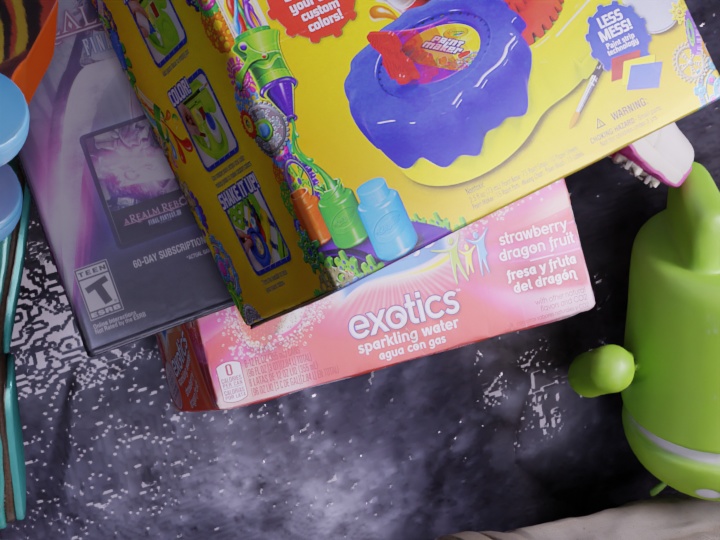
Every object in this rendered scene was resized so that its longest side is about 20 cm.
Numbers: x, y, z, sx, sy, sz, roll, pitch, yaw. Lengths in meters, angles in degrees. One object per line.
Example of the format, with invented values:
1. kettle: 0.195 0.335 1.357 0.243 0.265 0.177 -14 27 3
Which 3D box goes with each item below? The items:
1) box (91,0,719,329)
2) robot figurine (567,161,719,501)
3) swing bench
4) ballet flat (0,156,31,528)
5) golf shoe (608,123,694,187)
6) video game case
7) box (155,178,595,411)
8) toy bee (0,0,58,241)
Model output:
1. box: 0.011 -0.110 0.795 0.199 0.122 0.194 -27 91 -23
2. robot figurine: 0.205 0.041 1.044 0.174 0.116 0.201 -4 120 -5
3. swing bench: 0.141 0.221 1.106 0.197 0.130 0.202 -6 113 -22
4. ballet flat: -0.191 0.034 0.885 0.070 0.067 0.202 1 114 -10
5. golf shoe: 0.122 -0.119 0.949 0.092 0.075 0.200 -49 126 1
6. video game case: -0.088 -0.080 0.837 0.142 0.019 0.201 -20 90 -15
7. box: 0.000 0.000 0.917 0.199 0.100 0.096 -14 90 -18
8. toy bee: -0.183 -0.050 0.729 0.108 0.200 0.132 10 120 -7
